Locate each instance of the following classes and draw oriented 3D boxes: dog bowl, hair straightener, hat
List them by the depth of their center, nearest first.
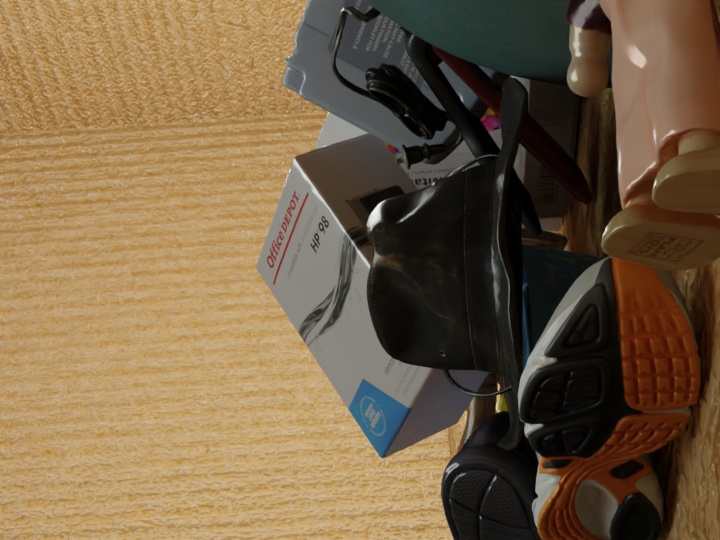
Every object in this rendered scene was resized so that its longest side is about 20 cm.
[{"bbox_3d":[0.043,-0.003,0.706,0.201,0.080,0.204,1,-90,-84],"label":"hat"},{"bbox_3d":[0.047,-0.079,0.780,0.200,0.077,0.041,38,-155,-39],"label":"hair straightener"},{"bbox_3d":[0.119,0.078,0.830,0.112,0.049,0.202,-92,-2,-61],"label":"dog bowl"}]

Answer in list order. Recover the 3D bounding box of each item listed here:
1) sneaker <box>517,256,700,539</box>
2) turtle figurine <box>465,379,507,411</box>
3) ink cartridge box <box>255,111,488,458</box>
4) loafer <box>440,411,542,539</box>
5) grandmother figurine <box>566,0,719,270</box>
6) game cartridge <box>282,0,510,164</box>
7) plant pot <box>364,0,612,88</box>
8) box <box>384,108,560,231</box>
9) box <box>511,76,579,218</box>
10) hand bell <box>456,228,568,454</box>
[{"bbox_3d":[0.105,0.045,0.631,0.201,0.074,0.093,87,-176,-53],"label":"sneaker"},{"bbox_3d":[0.094,0.069,1.288,0.065,0.198,0.161,-61,34,15],"label":"turtle figurine"},{"bbox_3d":[0.000,0.000,0.882,0.201,0.066,0.116,55,146,23],"label":"ink cartridge box"},{"bbox_3d":[0.094,0.173,0.789,0.063,0.071,0.202,-54,-44,-54],"label":"loafer"},{"bbox_3d":[0.103,-0.104,0.490,0.121,0.060,0.203,137,138,-55],"label":"grandmother figurine"},{"bbox_3d":[0.044,-0.173,0.821,0.040,0.132,0.202,-12,-51,-62],"label":"game cartridge"},{"bbox_3d":[0.059,-0.185,0.671,0.200,0.133,0.203,-4,-90,-90],"label":"plant pot"},{"bbox_3d":[0.058,-0.110,1.020,0.041,0.153,0.202,84,-177,-51],"label":"box"},{"bbox_3d":[0.113,-0.156,0.930,0.145,0.036,0.202,86,179,-50],"label":"box"},{"bbox_3d":[0.079,0.077,0.920,0.104,0.102,0.203,-88,0,-82],"label":"hand bell"}]
